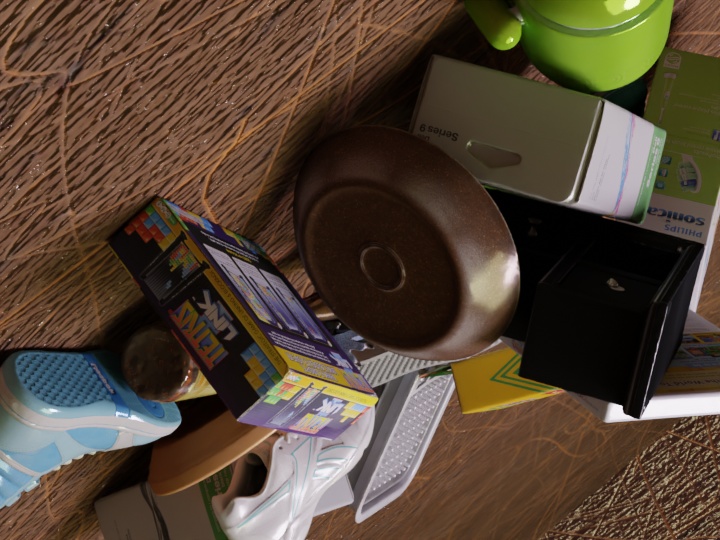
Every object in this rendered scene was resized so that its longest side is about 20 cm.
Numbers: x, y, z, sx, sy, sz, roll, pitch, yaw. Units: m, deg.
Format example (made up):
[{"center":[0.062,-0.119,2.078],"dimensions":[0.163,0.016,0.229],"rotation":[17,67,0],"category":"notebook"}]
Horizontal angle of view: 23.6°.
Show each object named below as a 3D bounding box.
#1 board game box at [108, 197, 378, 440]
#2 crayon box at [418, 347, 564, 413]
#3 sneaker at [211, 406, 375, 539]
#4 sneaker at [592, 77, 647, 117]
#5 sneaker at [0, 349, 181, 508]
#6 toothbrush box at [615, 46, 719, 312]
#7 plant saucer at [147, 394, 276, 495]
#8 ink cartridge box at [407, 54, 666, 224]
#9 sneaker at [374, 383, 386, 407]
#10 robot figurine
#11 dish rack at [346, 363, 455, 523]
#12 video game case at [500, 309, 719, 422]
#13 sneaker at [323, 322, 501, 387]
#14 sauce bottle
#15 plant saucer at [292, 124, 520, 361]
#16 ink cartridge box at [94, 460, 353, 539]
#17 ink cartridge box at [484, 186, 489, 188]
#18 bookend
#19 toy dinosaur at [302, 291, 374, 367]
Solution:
[{"center":[-0.082,0.041,1.271],"dimensions":[0.057,0.166,0.200],"rotation":[-40,160,8],"category":"board game box"},{"center":[0.168,0.092,1.598],"dimensions":[0.199,0.051,0.127],"rotation":[-16,173,20],"category":"crayon box"},{"center":[-0.055,0.158,1.486],"dimensions":[0.070,0.080,0.201],"rotation":[-1,-134,46],"category":"sneaker"},{"center":[0.237,-0.106,1.631],"dimensions":[0.071,0.080,0.200],"rotation":[-27,158,-28],"category":"sneaker"},{"center":[-0.237,0.128,1.332],"dimensions":[0.131,0.080,0.200],"rotation":[-46,150,17],"category":"sneaker"},{"center":[0.285,-0.075,1.551],"dimensions":[0.146,0.086,0.201],"rotation":[82,25,-59],"category":"toothbrush box"},{"center":[-0.109,0.123,1.509],"dimensions":[0.200,0.038,0.200],"rotation":[-34,-173,5],"category":"plant saucer"},{"center":[0.140,-0.099,1.340],"dimensions":[0.200,0.145,0.088],"rotation":[3,103,-66],"category":"ink cartridge box"},{"center":[-0.002,0.104,1.669],"dimensions":[0.199,0.074,0.115],"rotation":[-21,172,-37],"category":"sneaker"},{"center":[0.166,-0.203,1.229],"dimensions":[0.175,0.116,0.200],"rotation":[-25,160,0],"category":"robot figurine"},{"center":[0.042,0.139,1.684],"dimensions":[0.201,0.043,0.172],"rotation":[-67,164,15],"category":"dish rack"},{"center":[0.231,0.071,1.406],"dimensions":[0.199,0.182,0.023],"rotation":[-1,112,-28],"category":"video game case"},{"center":[0.048,0.042,1.558],"dimensions":[0.199,0.082,0.074],"rotation":[-18,150,15],"category":"sneaker"},{"center":[-0.129,0.070,1.408],"dimensions":[0.066,0.066,0.200],"rotation":[-42,170,14],"category":"sauce bottle"},{"center":[0.024,-0.010,1.285],"dimensions":[0.037,0.200,0.201],"rotation":[-43,170,-44],"category":"plant saucer"},{"center":[-0.131,0.217,1.616],"dimensions":[0.199,0.085,0.146],"rotation":[-24,172,39],"category":"ink cartridge box"},{"center":[0.148,-0.032,1.547],"dimensions":[0.147,0.076,0.200],"rotation":[8,149,-4],"category":"ink cartridge box"},{"center":[0.148,0.018,1.330],"dimensions":[0.199,0.199,0.093],"rotation":[-34,137,-67],"category":"bookend"},{"center":[0.000,0.000,1.459],"dimensions":[0.182,0.199,0.106],"rotation":[-92,-173,-71],"category":"toy dinosaur"}]
